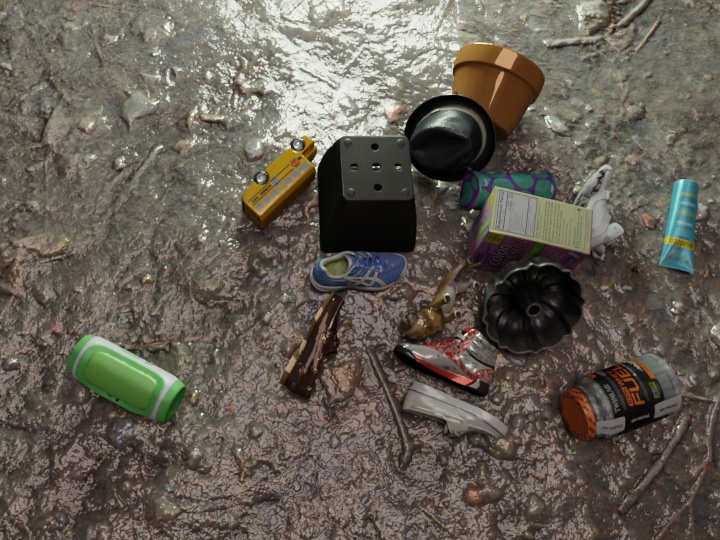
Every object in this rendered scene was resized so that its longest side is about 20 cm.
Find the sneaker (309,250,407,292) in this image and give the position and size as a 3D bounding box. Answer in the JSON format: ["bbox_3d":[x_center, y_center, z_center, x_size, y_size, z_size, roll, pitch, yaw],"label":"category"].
[{"bbox_3d":[0.000,0.000,1.361,0.197,0.077,0.077,-10,70,-12],"label":"sneaker"}]

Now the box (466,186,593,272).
[{"bbox_3d":[0.329,-0.063,1.371,0.197,0.176,0.098,13,68,-2],"label":"box"}]

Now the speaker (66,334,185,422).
[{"bbox_3d":[-0.416,0.193,1.235,0.198,0.089,0.089,27,69,3],"label":"speaker"}]

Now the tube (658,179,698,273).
[{"bbox_3d":[0.695,-0.096,1.503,0.076,0.050,0.203,12,74,6],"label":"tube"}]

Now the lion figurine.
[{"bbox_3d":[0.164,0.057,1.360,0.073,0.122,0.200,50,55,-5],"label":"lion figurine"}]

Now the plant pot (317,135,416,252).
[{"bbox_3d":[0.020,-0.163,1.370,0.196,0.178,0.203,-1,69,-8],"label":"plant pot"}]

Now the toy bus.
[{"bbox_3d":[-0.158,-0.183,1.414,0.078,0.065,0.200,41,70,8],"label":"toy bus"}]

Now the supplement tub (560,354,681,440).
[{"bbox_3d":[0.487,0.243,1.309,0.197,0.123,0.124,-17,73,-13],"label":"supplement tub"}]

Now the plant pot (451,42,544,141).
[{"bbox_3d":[0.276,-0.370,1.479,0.198,0.200,0.142,22,84,1],"label":"plant pot"}]

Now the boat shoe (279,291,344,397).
[{"bbox_3d":[-0.075,0.141,1.305,0.070,0.070,0.202,25,77,10],"label":"boat shoe"}]

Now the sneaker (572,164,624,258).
[{"bbox_3d":[0.508,-0.122,1.472,0.114,0.075,0.201,34,75,5],"label":"sneaker"}]

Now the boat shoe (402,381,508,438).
[{"bbox_3d":[0.173,0.274,1.287,0.198,0.072,0.066,25,73,3],"label":"boat shoe"}]

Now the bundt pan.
[{"bbox_3d":[0.324,0.058,1.337,0.199,0.204,0.076,2,28,-6],"label":"bundt pan"}]

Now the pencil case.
[{"bbox_3d":[0.304,-0.166,1.439,0.197,0.086,0.093,-1,27,-19],"label":"pencil case"}]

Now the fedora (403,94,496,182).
[{"bbox_3d":[0.171,-0.259,1.412,0.199,0.202,0.092,35,34,7],"label":"fedora"}]

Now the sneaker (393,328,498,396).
[{"bbox_3d":[0.168,0.153,1.329,0.199,0.067,0.109,24,74,-3],"label":"sneaker"}]
